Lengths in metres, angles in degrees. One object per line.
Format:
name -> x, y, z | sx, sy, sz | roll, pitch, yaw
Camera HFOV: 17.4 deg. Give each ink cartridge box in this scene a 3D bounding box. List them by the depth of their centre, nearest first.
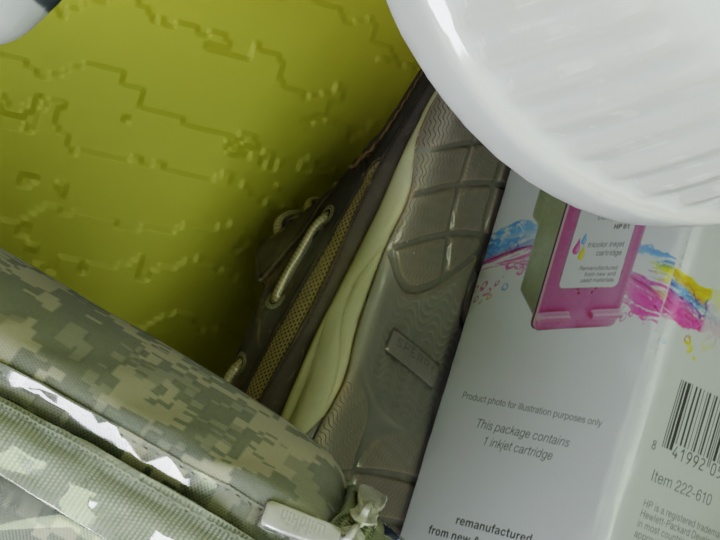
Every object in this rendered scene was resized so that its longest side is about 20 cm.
ink cartridge box -> 0.112, 0.019, 0.746 | 0.144, 0.085, 0.201 | 25, 80, -42

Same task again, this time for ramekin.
ramekin -> 0.106, -0.115, 0.617 | 0.200, 0.105, 0.201 | 3, 84, -31

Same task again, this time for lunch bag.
lunch bag -> -0.098, 0.069, 0.600 | 0.200, 0.168, 0.140 | 30, 64, -1

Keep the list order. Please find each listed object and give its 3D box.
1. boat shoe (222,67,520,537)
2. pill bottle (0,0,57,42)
boat shoe -> 0.000, 0.000, 0.742 | 0.075, 0.073, 0.200 | 48, 61, -46
pill bottle -> -0.108, -0.131, 0.627 | 0.200, 0.120, 0.120 | -48, 117, -1
